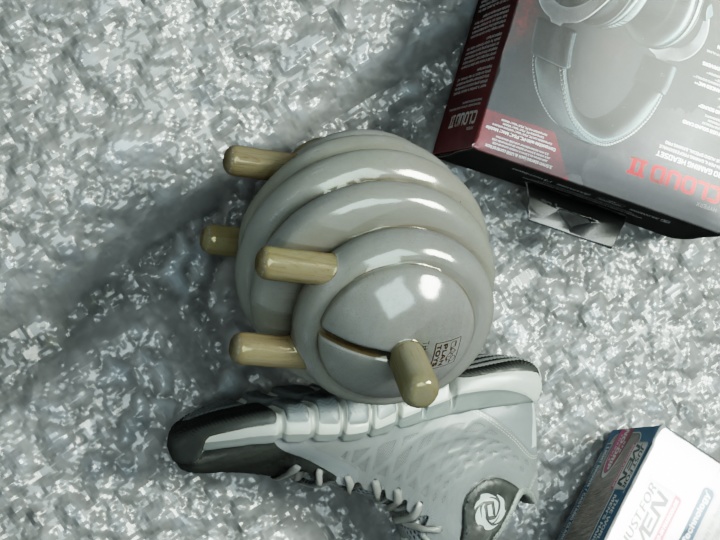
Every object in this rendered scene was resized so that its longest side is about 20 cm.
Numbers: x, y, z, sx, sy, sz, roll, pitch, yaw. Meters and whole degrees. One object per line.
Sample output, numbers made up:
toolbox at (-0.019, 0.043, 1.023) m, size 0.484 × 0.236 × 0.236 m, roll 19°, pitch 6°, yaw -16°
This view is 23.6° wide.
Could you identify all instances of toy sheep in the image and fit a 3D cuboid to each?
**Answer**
toy sheep at (0.000, 0.000, 0.828) m, size 0.137 × 0.200 × 0.138 m, roll -8°, pitch 131°, yaw -9°

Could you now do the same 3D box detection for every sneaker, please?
sneaker at (0.005, 0.113, 0.883) m, size 0.199 × 0.075 × 0.116 m, roll -8°, pitch 95°, yaw -14°

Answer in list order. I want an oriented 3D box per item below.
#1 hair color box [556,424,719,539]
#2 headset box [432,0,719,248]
hair color box at (0.205, 0.177, 0.932) m, size 0.200 × 0.061 × 0.100 m, roll 34°, pitch 73°, yaw -12°
headset box at (0.136, -0.114, 0.908) m, size 0.148 × 0.077 × 0.201 m, roll 18°, pitch 85°, yaw -14°
